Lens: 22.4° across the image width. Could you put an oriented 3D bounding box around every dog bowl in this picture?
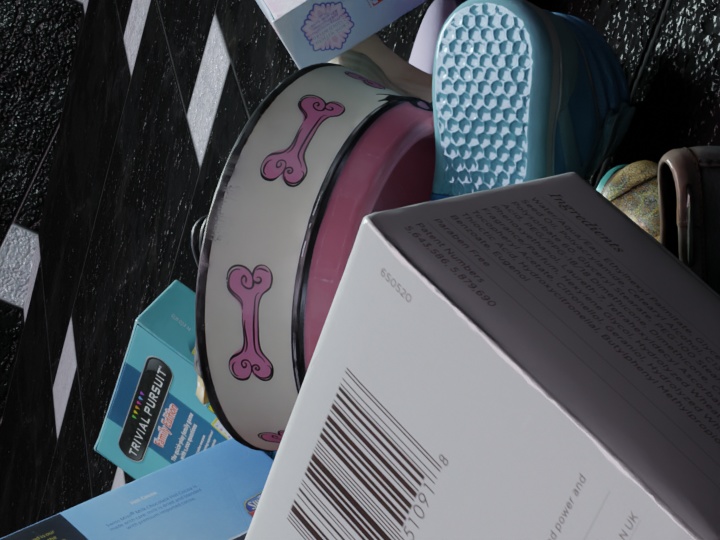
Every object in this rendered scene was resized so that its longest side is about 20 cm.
[{"bbox_3d":[0.000,0.000,0.917,0.200,0.073,0.202,-36,-48,-54],"label":"dog bowl"}]

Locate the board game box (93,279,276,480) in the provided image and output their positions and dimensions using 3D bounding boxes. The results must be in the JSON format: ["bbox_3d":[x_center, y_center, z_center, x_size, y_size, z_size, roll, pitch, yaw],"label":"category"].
[{"bbox_3d":[-0.065,0.118,1.146,0.047,0.199,0.151,-47,-11,-40],"label":"board game box"}]

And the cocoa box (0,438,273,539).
[{"bbox_3d":[-0.110,0.207,1.035,0.131,0.199,0.134,37,131,33],"label":"cocoa box"}]

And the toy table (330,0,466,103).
[{"bbox_3d":[0.008,-0.088,1.151,0.184,0.116,0.202,131,145,-58],"label":"toy table"}]

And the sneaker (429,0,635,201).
[{"bbox_3d":[0.089,-0.036,0.908,0.079,0.130,0.202,13,104,29],"label":"sneaker"}]

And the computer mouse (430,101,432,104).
[{"bbox_3d":[0.045,-0.059,1.069,0.200,0.058,0.034,-51,3,23],"label":"computer mouse"}]

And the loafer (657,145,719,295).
[{"bbox_3d":[0.137,0.045,0.777,0.072,0.062,0.202,-158,78,-72],"label":"loafer"}]

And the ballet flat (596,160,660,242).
[{"bbox_3d":[0.117,0.048,0.851,0.071,0.070,0.202,-114,35,-59],"label":"ballet flat"}]

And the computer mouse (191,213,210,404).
[{"bbox_3d":[-0.040,0.007,0.986,0.200,0.043,0.111,-37,-52,-69],"label":"computer mouse"}]

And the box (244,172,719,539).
[{"bbox_3d":[0.075,0.103,0.714,0.200,0.130,0.200,44,129,32],"label":"box"}]

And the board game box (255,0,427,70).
[{"bbox_3d":[0.021,-0.213,1.088,0.041,0.198,0.200,58,-178,-27],"label":"board game box"}]
